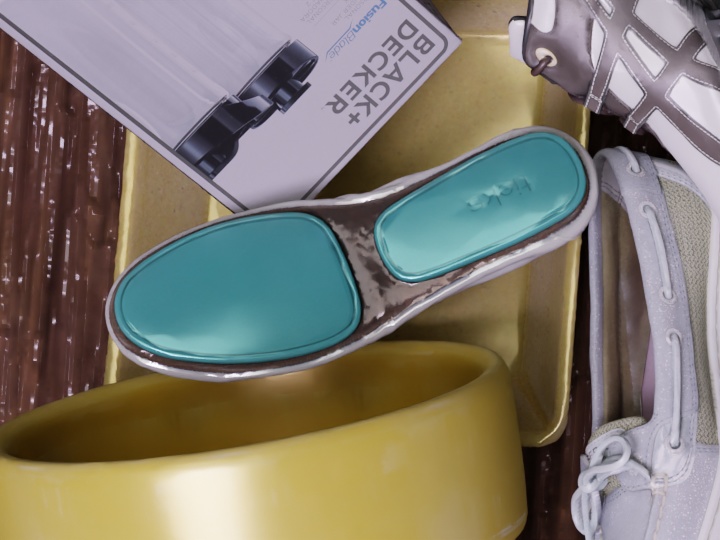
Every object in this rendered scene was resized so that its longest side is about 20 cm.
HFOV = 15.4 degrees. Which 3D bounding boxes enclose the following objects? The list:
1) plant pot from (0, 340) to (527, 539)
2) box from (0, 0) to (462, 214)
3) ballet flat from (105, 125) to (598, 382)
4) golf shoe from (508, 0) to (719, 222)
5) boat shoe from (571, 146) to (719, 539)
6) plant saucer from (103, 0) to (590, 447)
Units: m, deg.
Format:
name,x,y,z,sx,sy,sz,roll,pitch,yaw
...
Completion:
name,x,y,z,sx,sy,sz,roll,pitch,yaw
plant pot,-0.030,0.138,1.008,0.201,0.201,0.189,-7,99,15
box,-0.069,-0.116,1.026,0.117,0.200,0.060,-45,34,7
ballet flat,0.000,0.000,1.049,0.200,0.069,0.069,-20,81,-1
golf shoe,0.112,-0.083,1.042,0.094,0.078,0.200,-23,91,21
boat shoe,0.111,0.048,1.044,0.065,0.074,0.202,17,68,-17
plant saucer,0.000,-0.032,1.122,0.200,0.048,0.200,4,88,15
